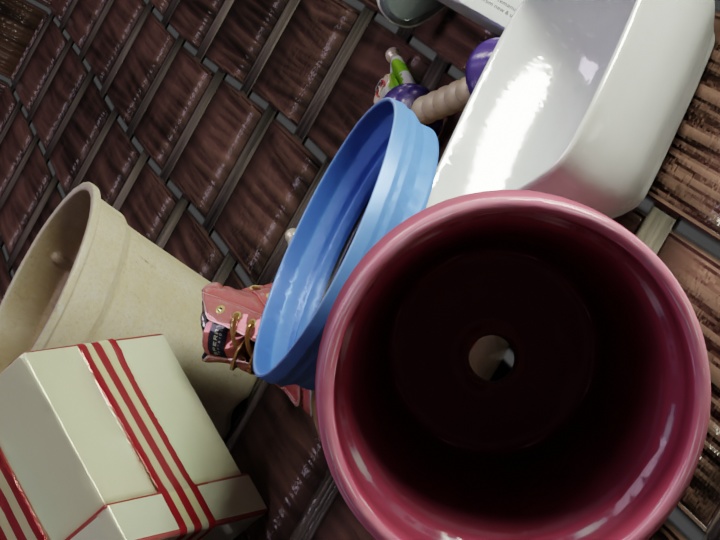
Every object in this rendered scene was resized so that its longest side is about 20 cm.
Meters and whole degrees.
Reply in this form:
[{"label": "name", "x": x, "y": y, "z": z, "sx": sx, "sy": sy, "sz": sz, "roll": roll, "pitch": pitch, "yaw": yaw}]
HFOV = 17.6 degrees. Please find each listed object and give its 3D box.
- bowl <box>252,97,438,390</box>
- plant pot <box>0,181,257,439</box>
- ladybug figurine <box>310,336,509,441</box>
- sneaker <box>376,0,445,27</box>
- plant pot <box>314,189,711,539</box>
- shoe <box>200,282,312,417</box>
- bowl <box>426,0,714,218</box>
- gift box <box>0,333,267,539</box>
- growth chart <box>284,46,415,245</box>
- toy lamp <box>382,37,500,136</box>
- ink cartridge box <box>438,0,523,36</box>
[{"label": "bowl", "x": -0.008, "y": -0.014, "z": 1.504, "sx": 0.201, "sy": 0.039, "sz": 0.201, "roll": -59, "pitch": 13, "yaw": 23}, {"label": "plant pot", "x": -0.184, "y": 0.058, "z": 1.876, "sx": 0.200, "sy": 0.183, "sz": 0.200, "roll": -52, "pitch": 21, "yaw": 29}, {"label": "ladybug figurine", "x": 0.032, "y": 0.053, "z": 1.490, "sx": 0.200, "sy": 0.072, "sz": 0.136, "roll": -51, "pitch": 22, "yaw": 31}, {"label": "sneaker", "x": 0.080, "y": -0.256, "z": 1.777, "sx": 0.200, "sy": 0.084, "sz": 0.121, "roll": -54, "pitch": 11, "yaw": 21}, {"label": "plant pot", "x": 0.074, "y": 0.053, "z": 1.227, "sx": 0.200, "sy": 0.200, "sz": 0.179, "roll": -61, "pitch": 4, "yaw": 5}, {"label": "shoe", "x": -0.068, "y": 0.057, "z": 1.688, "sx": 0.200, "sy": 0.091, "sz": 0.071, "roll": -113, "pitch": 23, "yaw": -70}, {"label": "bowl", "x": 0.133, "y": -0.098, "z": 1.411, "sx": 0.200, "sy": 0.075, "sz": 0.200, "roll": -20, "pitch": 41, "yaw": 62}, {"label": "gift box", "x": -0.202, "y": 0.177, "z": 1.704, "sx": 0.200, "sy": 0.185, "sz": 0.187, "roll": -44, "pitch": 69, "yaw": 34}, {"label": "growth chart", "x": -0.004, "y": -0.072, "z": 1.841, "sx": 0.200, "sy": 0.018, "sz": 0.145, "roll": -60, "pitch": 20, "yaw": 11}, {"label": "toy lamp", "x": 0.076, "y": -0.125, "z": 1.643, "sx": 0.200, "sy": 0.058, "sz": 0.058, "roll": -21, "pitch": 45, "yaw": 67}, {"label": "ink cartridge box", "x": 0.131, "y": -0.265, "z": 1.643, "sx": 0.200, "sy": 0.085, "sz": 0.145, "roll": -60, "pitch": 19, "yaw": 4}]
